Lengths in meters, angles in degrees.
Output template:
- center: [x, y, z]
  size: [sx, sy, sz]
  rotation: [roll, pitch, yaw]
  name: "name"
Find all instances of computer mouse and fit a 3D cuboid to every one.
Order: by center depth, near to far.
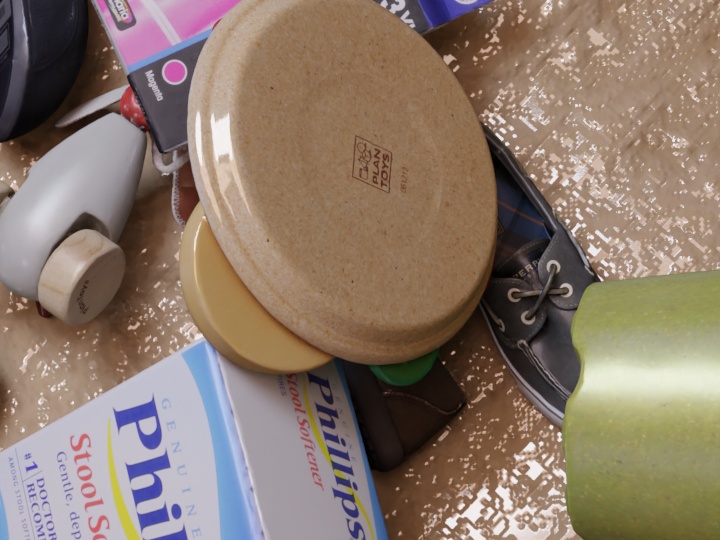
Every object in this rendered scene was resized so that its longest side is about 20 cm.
- center: [-0.178, -0.166, 1.567]
  size: [0.053, 0.138, 0.200]
  rotation: [4, 75, -26]
  name: "computer mouse"

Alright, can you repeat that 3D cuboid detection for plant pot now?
- center: [0.195, 0.072, 1.350]
  size: [0.184, 0.200, 0.201]
  rotation: [2, 74, 14]
  name: "plant pot"

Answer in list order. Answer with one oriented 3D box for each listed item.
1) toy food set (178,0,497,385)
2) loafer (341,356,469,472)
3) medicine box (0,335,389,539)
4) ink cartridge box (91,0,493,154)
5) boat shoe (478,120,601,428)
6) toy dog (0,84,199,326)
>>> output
- center: [-0.008, -0.043, 1.387]
  size: [0.049, 0.198, 0.200]
  rotation: [-24, 69, 45]
  name: "toy food set"
- center: [0.000, 0.000, 1.467]
  size: [0.071, 0.073, 0.200]
  rotation: [-22, 102, -15]
  name: "loafer"
- center: [-0.087, 0.154, 1.401]
  size: [0.200, 0.103, 0.182]
  rotation: [-30, 66, 35]
  name: "medicine box"
- center: [-0.032, -0.143, 1.477]
  size: [0.200, 0.037, 0.095]
  rotation: [-25, 93, -6]
  name: "ink cartridge box"
- center: [0.085, 0.003, 1.471]
  size: [0.069, 0.057, 0.200]
  rotation: [-33, 69, 1]
  name: "boat shoe"
- center: [-0.132, -0.044, 1.533]
  size: [0.200, 0.096, 0.132]
  rotation: [-30, 66, -13]
  name: "toy dog"
